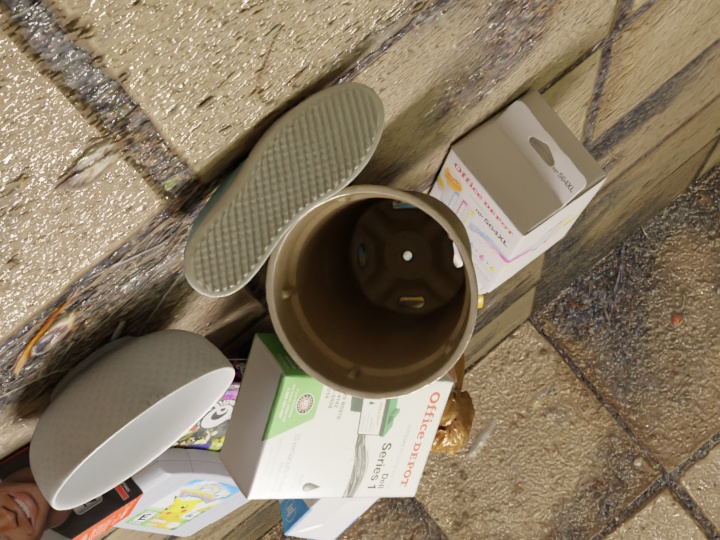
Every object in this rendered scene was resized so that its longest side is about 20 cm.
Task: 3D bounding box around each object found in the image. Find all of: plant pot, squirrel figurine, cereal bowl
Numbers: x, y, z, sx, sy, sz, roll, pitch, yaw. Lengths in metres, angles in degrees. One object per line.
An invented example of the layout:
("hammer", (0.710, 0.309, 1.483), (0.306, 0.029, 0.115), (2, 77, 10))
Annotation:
("plant pot", (0.029, 0.003, 1.435), (0.200, 0.201, 0.183), (-43, 180, 18))
("squirrel figurine", (0.037, 0.153, 1.817), (0.186, 0.201, 0.142), (-14, -151, 34))
("cereal bowl", (-0.213, 0.118, 1.309), (0.200, 0.083, 0.200), (-38, 170, -8))

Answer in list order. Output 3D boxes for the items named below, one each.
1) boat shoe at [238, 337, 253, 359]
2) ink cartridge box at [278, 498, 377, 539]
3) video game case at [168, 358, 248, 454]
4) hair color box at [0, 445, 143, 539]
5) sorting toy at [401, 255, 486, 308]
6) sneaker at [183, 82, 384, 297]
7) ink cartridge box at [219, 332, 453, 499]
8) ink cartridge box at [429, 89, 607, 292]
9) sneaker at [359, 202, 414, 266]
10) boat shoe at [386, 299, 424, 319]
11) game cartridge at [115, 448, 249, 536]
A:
("boat shoe", (-0.057, 0.069, 1.703), (0.200, 0.062, 0.073), (-33, 151, -39))
("ink cartridge box", (-0.046, 0.188, 1.673), (0.068, 0.201, 0.116), (14, 136, -30))
("video game case", (-0.153, 0.156, 1.601), (0.199, 0.036, 0.181), (1, 144, -40))
("hair color box", (-0.313, 0.229, 1.375), (0.200, 0.102, 0.061), (-32, 168, -36))
("sorting toy", (0.064, 0.007, 1.823), (0.179, 0.107, 0.200), (-17, 164, -11))
("sneaker", (-0.067, -0.070, 1.130), (0.200, 0.074, 0.082), (-44, -161, -2))
("ink cartridge box", (-0.023, 0.147, 1.479), (0.199, 0.084, 0.147), (4, 115, -30))
("ink cartridge box", (0.167, -0.090, 1.620), (0.125, 0.129, 0.200), (-35, 168, -18))
("sneaker", (0.000, 0.000, 1.599), (0.200, 0.077, 0.081), (-48, 156, 18))
("boat shoe", (-0.011, 0.094, 1.552), (0.200, 0.063, 0.073), (-30, -165, -23))
("game cartridge", (-0.201, 0.248, 1.653), (0.133, 0.041, 0.200), (-36, 151, 18))
